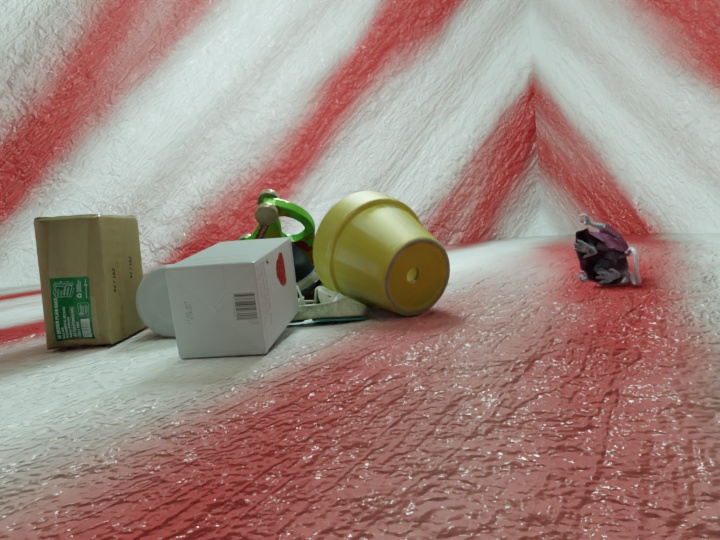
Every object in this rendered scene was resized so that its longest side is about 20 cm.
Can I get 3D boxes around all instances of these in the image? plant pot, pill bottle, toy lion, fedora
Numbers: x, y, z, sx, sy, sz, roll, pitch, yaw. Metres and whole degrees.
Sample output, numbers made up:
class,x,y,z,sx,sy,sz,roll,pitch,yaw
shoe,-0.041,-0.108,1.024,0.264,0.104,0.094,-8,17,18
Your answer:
class,x,y,z,sx,sy,sz,roll,pitch,yaw
plant pot,0.045,-0.018,1.039,0.199,0.203,0.189,-7,20,-28
pill bottle,-0.291,0.040,1.043,0.113,0.115,0.200,-4,4,0
toy lion,-0.155,-0.049,1.294,0.190,0.201,0.069,20,36,-18
fedora,-0.157,0.000,1.202,0.199,0.092,0.201,-25,14,6

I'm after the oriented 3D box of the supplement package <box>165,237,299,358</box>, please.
class,x,y,z,sx,sy,sz,roll,pitch,yaw
supplement package,-0.167,0.030,0.858,0.119,0.122,0.200,-5,12,8

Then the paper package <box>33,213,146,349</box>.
class,x,y,z,sx,sy,sz,roll,pitch,yaw
paper package,-0.427,0.011,0.993,0.102,0.202,0.191,-4,4,-1

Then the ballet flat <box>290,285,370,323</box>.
class,x,y,z,sx,sy,sz,roll,pitch,yaw
ballet flat,-0.083,0.054,0.987,0.198,0.063,0.067,-5,5,-4

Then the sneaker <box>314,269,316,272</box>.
class,x,y,z,sx,sy,sz,roll,pitch,yaw
sneaker,0.000,0.000,1.167,0.199,0.087,0.075,-5,-35,-50

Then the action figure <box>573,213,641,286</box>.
class,x,y,z,sx,sy,sz,roll,pitch,yaw
action figure,0.492,-0.045,1.211,0.148,0.135,0.199,0,9,37

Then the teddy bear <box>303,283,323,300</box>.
class,x,y,z,sx,sy,sz,roll,pitch,yaw
teddy bear,-0.025,0.023,1.304,0.198,0.067,0.145,-4,2,0
